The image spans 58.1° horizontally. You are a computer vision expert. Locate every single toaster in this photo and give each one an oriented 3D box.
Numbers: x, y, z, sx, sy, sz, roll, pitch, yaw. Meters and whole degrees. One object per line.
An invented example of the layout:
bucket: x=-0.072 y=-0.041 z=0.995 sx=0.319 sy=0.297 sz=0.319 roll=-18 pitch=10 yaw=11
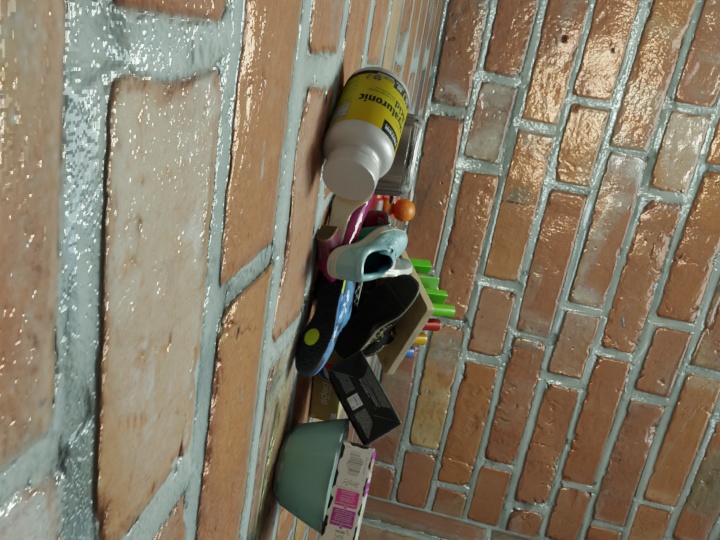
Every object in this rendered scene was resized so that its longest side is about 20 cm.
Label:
toaster: x=0.048 y=-0.232 z=1.233 sx=0.114 sy=0.128 sz=0.202 roll=-48 pitch=148 yaw=-79

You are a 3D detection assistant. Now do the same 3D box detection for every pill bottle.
pill bottle: x=0.005 y=-0.207 z=0.989 sx=0.112 sy=0.110 sz=0.201 roll=92 pitch=11 yaw=-54

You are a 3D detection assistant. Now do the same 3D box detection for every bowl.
bowl: x=-0.091 y=0.356 z=1.168 sx=0.201 sy=0.104 sz=0.203 roll=12 pitch=90 yaw=-83

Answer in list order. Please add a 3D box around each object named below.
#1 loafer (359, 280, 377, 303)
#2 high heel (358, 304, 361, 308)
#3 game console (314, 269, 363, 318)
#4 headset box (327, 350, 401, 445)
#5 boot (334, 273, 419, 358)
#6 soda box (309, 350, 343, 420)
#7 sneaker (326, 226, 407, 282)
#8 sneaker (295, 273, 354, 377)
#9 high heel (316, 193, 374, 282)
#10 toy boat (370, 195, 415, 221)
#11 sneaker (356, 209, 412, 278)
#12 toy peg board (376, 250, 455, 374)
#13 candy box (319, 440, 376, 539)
loafer: x=0.000 y=0.000 z=1.378 sx=0.201 sy=0.072 sz=0.072 roll=-101 pitch=-154 yaw=-57
high heel: x=0.002 y=0.037 z=1.443 sx=0.200 sy=0.095 sz=0.068 roll=-64 pitch=165 yaw=-64
game console: x=-0.049 y=-0.016 z=1.263 sx=0.176 sy=0.115 sz=0.202 roll=-18 pitch=-125 yaw=63
headset box: x=0.004 y=0.247 z=1.221 sx=0.150 sy=0.074 sz=0.200 roll=60 pitch=-9 yaw=15
boot: x=0.042 y=0.096 z=1.259 sx=0.200 sy=0.073 sz=0.151 roll=-48 pitch=163 yaw=0
soda box: x=-0.061 y=0.217 z=1.360 sx=0.068 sy=0.063 sz=0.202 roll=-65 pitch=166 yaw=-62
sneaker: x=0.035 y=-0.020 z=1.101 sx=0.199 sy=0.081 sz=0.075 roll=-28 pitch=126 yaw=-45
sneaker: x=-0.051 y=0.097 z=1.116 sx=0.079 sy=0.065 sz=0.202 roll=51 pitch=48 yaw=-49
high heel: x=-0.025 y=-0.073 z=1.145 sx=0.200 sy=0.067 sz=0.097 roll=-53 pitch=148 yaw=-41
toy boat: x=0.061 y=-0.145 z=1.482 sx=0.200 sy=0.129 sz=0.132 roll=-53 pitch=155 yaw=-74
sneaker: x=0.038 y=-0.051 z=1.226 sx=0.199 sy=0.083 sz=0.122 roll=2 pitch=100 yaw=-53
toy peg board: x=0.101 y=0.083 z=1.379 sx=0.200 sy=0.097 sz=0.201 roll=-62 pitch=-145 yaw=34
candy box: x=-0.023 y=0.404 z=1.120 sx=0.137 sy=0.060 sz=0.202 roll=82 pitch=20 yaw=-72
